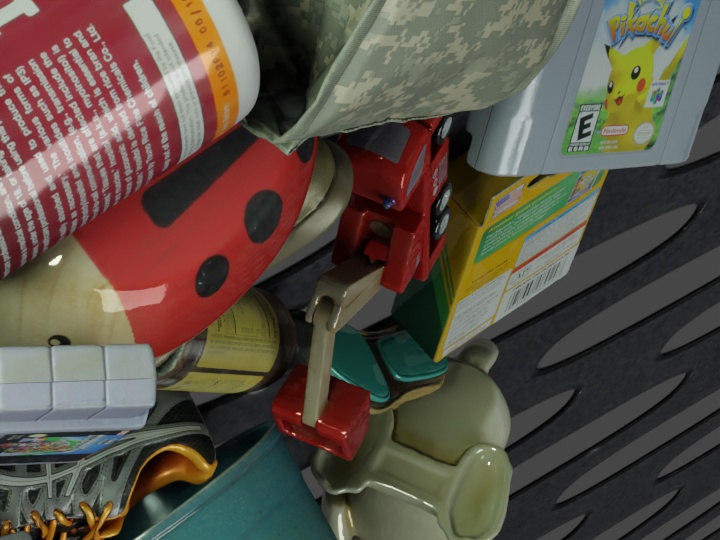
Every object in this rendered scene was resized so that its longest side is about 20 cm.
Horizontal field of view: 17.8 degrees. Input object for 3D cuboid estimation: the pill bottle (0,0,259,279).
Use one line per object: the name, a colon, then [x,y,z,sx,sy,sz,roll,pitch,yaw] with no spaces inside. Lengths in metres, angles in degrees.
pill bottle: [-0.146,-0.057,0.878,0.200,0.113,0.113,-35,160,-19]

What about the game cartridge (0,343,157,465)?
game cartridge: [-0.165,0.060,0.951,0.129,0.039,0.200,4,169,-18]

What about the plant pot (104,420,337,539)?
plant pot: [-0.081,0.224,1.383,0.200,0.188,0.200,-34,-177,2]

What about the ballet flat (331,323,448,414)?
ballet flat: [-0.005,0.072,1.494,0.063,0.069,0.200,-34,163,21]

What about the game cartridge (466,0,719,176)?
game cartridge: [0.147,-0.124,1.332,0.200,0.040,0.134,-8,116,-47]

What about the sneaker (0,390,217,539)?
sneaker: [-0.167,0.120,1.268,0.200,0.077,0.078,-32,160,-23]

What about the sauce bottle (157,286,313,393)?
sauce bottle: [-0.077,0.038,1.283,0.065,0.065,0.200,-46,160,12]

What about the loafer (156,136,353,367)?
loafer: [-0.098,-0.012,1.138,0.200,0.076,0.067,-38,127,10]

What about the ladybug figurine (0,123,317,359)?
ladybug figurine: [-0.089,-0.037,0.990,0.200,0.136,0.072,-46,-161,-25]

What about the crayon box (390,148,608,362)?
crayon box: [0.095,-0.037,1.468,0.126,0.052,0.200,-33,159,-26]

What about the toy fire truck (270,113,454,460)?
toy fire truck: [0.000,0.000,1.267,0.141,0.049,0.200,-60,163,-30]

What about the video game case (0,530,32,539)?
video game case: [-0.275,0.215,1.254,0.199,0.023,0.182,-15,152,-18]

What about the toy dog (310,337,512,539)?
toy dog: [0.038,0.155,1.684,0.200,0.139,0.194,99,7,-59]

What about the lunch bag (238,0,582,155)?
lunch bag: [0.025,-0.150,0.970,0.164,0.117,0.201,-14,132,-52]
